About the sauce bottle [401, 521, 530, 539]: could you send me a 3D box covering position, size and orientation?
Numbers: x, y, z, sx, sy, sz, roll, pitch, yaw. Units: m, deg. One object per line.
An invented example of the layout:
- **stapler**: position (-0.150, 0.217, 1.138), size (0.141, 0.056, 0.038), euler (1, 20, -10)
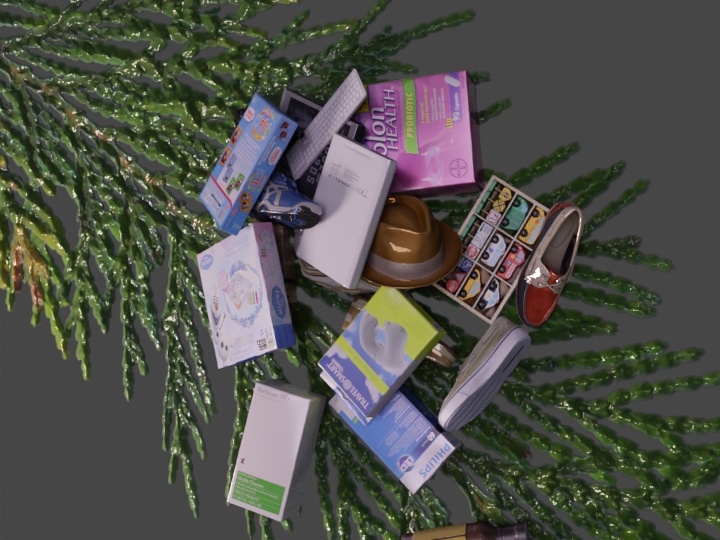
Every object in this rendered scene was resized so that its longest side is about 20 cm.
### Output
- **sauce bottle**: position (0.163, 0.425, 1.388), size (0.196, 0.065, 0.066), euler (-13, 83, 17)

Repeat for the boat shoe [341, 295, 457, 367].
- **boat shoe**: position (0.059, 0.116, 1.436), size (0.198, 0.072, 0.077), euler (26, 81, 27)

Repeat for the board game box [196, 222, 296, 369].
- **board game box**: position (-0.192, 0.045, 1.479), size (0.199, 0.043, 0.203), euler (-22, 79, 51)

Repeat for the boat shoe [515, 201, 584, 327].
- **boat shoe**: position (0.291, -0.006, 1.366), size (0.070, 0.063, 0.203), euler (16, 98, -10)

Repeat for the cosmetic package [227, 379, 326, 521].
- **cosmetic package**: position (-0.136, 0.292, 1.478), size (0.106, 0.085, 0.204), euler (13, 91, 18)

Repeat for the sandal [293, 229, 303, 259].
- **sandal**: position (-0.067, -0.114, 1.506), size (0.082, 0.049, 0.206), euler (25, 106, 32)

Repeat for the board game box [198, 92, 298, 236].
- **board game box**: position (-0.184, -0.174, 1.445), size (0.202, 0.036, 0.151), euler (-60, 32, 10)

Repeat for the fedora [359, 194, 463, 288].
- **fedora**: position (0.065, -0.058, 1.390), size (0.197, 0.202, 0.083), euler (10, 133, 17)

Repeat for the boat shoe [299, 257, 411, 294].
- **boat shoe**: position (0.000, 0.000, 1.463), size (0.196, 0.069, 0.076), euler (12, 68, 9)

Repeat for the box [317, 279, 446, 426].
- **box**: position (0.025, 0.129, 1.392), size (0.122, 0.047, 0.201), euler (44, 103, 22)

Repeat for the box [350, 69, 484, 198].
- **box**: position (0.090, -0.210, 1.437), size (0.196, 0.097, 0.180), euler (-5, 85, 17)

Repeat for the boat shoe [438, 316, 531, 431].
- **boat shoe**: position (0.186, 0.163, 1.407), size (0.201, 0.072, 0.062), euler (-50, 50, 4)

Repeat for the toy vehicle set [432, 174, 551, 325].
- **toy vehicle set**: position (0.211, -0.033, 1.425), size (0.123, 0.026, 0.202), euler (32, 95, 16)

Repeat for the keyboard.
- **keyboard**: position (-0.057, -0.229, 1.421), size (0.200, 0.011, 0.057), euler (-46, 57, 33)

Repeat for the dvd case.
- **dvd case**: position (-0.082, -0.196, 1.469), size (0.199, 0.024, 0.153), euler (33, 110, 42)

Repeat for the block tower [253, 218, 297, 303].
- **block tower**: position (-0.145, -0.045, 1.519), size (0.057, 0.054, 0.204), euler (-7, 85, 15)

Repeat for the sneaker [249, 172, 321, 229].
- **sneaker**: position (-0.128, -0.116, 1.421), size (0.198, 0.075, 0.078), euler (16, 80, 48)

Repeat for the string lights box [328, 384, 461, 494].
- **string lights box**: position (0.055, 0.245, 1.436), size (0.200, 0.059, 0.103), euler (45, 99, 15)

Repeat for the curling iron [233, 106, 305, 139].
- **curling iron**: position (-0.152, -0.244, 1.506), size (0.199, 0.025, 0.050), euler (23, 91, 45)

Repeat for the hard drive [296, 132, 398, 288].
- **hard drive**: position (-0.023, -0.092, 1.371), size (0.131, 0.026, 0.203), euler (31, 108, 40)
